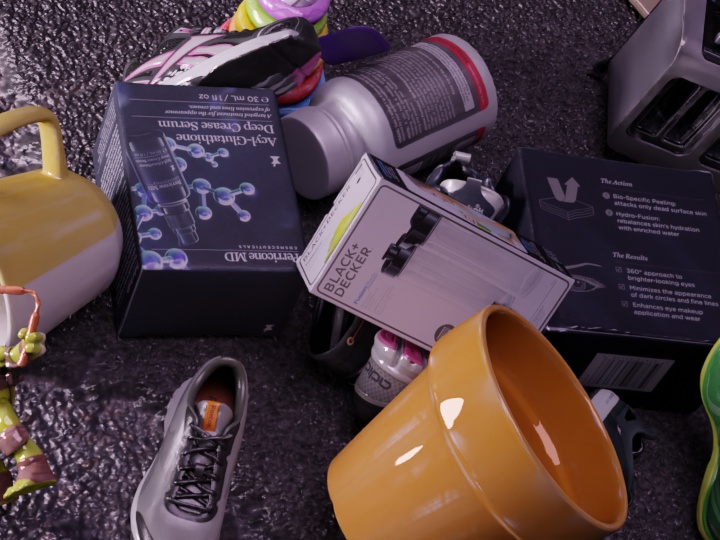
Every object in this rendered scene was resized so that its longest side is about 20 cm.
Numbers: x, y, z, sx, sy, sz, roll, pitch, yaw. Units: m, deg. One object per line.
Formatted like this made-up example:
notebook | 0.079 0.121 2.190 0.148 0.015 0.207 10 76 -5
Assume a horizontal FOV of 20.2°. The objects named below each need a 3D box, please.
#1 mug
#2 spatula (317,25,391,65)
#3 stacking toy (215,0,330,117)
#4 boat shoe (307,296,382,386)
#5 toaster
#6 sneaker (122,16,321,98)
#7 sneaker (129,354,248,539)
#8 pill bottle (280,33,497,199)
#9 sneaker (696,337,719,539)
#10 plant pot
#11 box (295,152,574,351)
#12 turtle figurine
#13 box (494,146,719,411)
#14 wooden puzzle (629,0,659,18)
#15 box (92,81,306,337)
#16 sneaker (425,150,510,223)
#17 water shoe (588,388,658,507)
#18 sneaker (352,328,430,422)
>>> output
mug | -0.269 -0.023 1.640 0.153 0.187 0.150 -28 73 -42
spatula | -0.069 -0.171 1.835 0.200 0.057 0.021 -29 61 12
stacking toy | -0.068 -0.237 1.846 0.116 0.200 0.110 0 56 -19
boat shoe | 0.002 -0.001 1.759 0.063 0.074 0.202 33 57 -37
toaster | 0.344 -0.179 1.971 0.180 0.200 0.119 21 53 -15
sneaker | -0.136 -0.190 1.805 0.199 0.080 0.087 -20 60 14
sneaker | -0.134 0.153 1.618 0.074 0.079 0.201 17 53 -10
pill bottle | 0.021 -0.137 1.863 0.200 0.111 0.111 -26 68 -33
sneaker | 0.337 0.146 1.731 0.074 0.084 0.201 -3 98 -25
plant pot | 0.081 0.158 1.601 0.200 0.183 0.200 47 23 -27
box | 0.061 0.002 1.671 0.200 0.117 0.060 28 15 -22
turtle figurine | -0.301 0.104 1.574 0.064 0.200 0.162 -7 76 -64
box | 0.224 0.009 1.825 0.196 0.118 0.201 7 54 -16
wooden puzzle | 0.361 -0.317 2.157 0.185 0.046 0.200 -28 69 -33
box | -0.141 -0.052 1.746 0.148 0.107 0.201 0 56 -20
sneaker | 0.080 -0.019 1.786 0.079 0.130 0.200 15 52 -7
water shoe | 0.196 0.184 1.719 0.079 0.072 0.200 32 52 2
sneaker | 0.074 0.121 1.724 0.200 0.088 0.074 26 23 -29
